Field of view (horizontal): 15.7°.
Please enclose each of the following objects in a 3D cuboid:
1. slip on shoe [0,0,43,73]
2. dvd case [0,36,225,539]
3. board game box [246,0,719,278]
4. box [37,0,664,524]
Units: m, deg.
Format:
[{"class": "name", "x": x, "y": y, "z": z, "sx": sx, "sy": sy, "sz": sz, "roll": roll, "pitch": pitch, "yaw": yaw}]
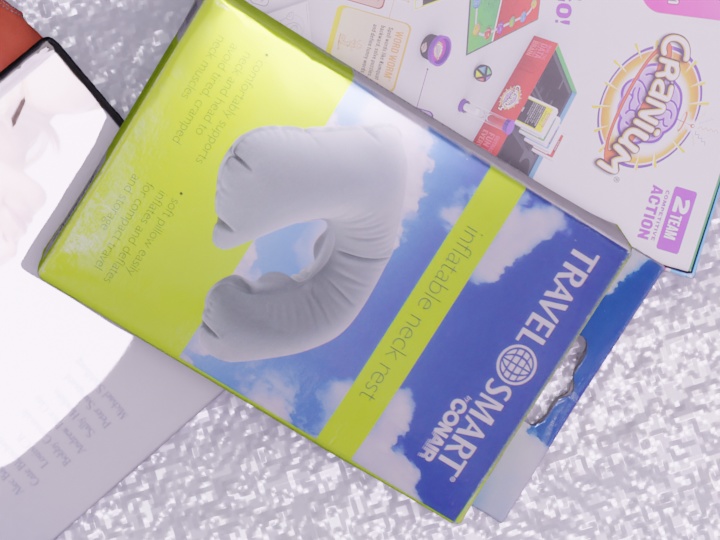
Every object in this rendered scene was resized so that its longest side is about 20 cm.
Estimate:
[{"class": "slip on shoe", "x": -0.159, "y": -0.087, "z": 0.978, "sx": 0.074, "sy": 0.061, "sz": 0.200, "roll": -40, "pitch": 87, "yaw": -11}, {"class": "dvd case", "x": -0.143, "y": 0.032, "z": 0.951, "sx": 0.200, "sy": 0.018, "sz": 0.143, "roll": -41, "pitch": 101, "yaw": -7}, {"class": "board game box", "x": 0.050, "y": -0.098, "z": 0.965, "sx": 0.200, "sy": 0.040, "sz": 0.153, "roll": 17, "pitch": 107, "yaw": 2}, {"class": "box", "x": 0.000, "y": 0.000, "z": 0.934, "sx": 0.200, "sy": 0.048, "sz": 0.122, "roll": 31, "pitch": 98, "yaw": -9}]
